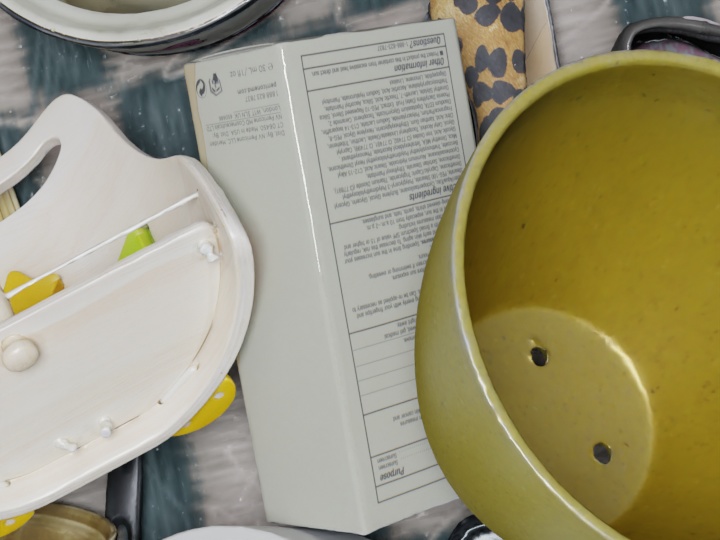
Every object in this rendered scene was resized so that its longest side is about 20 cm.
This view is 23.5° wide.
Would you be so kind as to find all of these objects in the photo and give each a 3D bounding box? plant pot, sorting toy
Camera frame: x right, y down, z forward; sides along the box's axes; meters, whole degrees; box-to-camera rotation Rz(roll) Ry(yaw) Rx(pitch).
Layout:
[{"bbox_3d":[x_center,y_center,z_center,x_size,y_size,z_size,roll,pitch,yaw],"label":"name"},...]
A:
[{"bbox_3d":[0.099,0.037,0.663,0.199,0.142,0.201,8,66,-19],"label":"plant pot"},{"bbox_3d":[-0.154,0.003,0.758,0.199,0.107,0.180,-27,50,-4],"label":"sorting toy"}]

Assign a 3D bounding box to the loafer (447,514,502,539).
[{"bbox_3d":[0.057,0.206,0.746,0.068,0.070,0.202,2,81,7],"label":"loafer"}]

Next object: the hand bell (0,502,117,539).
[{"bbox_3d":[-0.167,0.213,0.782,0.103,0.104,0.201,5,96,10],"label":"hand bell"}]

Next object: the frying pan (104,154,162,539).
[{"bbox_3d":[-0.094,0.038,0.815,0.114,0.031,0.191,-21,88,13],"label":"frying pan"}]

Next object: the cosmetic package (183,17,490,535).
[{"bbox_3d":[0.000,0.000,0.739,0.073,0.103,0.201,-2,99,49],"label":"cosmetic package"}]

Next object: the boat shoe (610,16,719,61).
[{"bbox_3d":[0.202,-0.059,0.773,0.199,0.057,0.067,24,85,12],"label":"boat shoe"}]

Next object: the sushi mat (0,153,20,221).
[{"bbox_3d":[-0.232,-0.071,0.865,0.095,0.012,0.201,-22,79,3],"label":"sushi mat"}]

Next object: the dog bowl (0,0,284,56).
[{"bbox_3d":[-0.100,-0.194,0.834,0.199,0.074,0.201,-2,80,9],"label":"dog bowl"}]

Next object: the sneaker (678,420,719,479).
[{"bbox_3d":[0.216,0.016,0.727,0.199,0.074,0.119,-20,114,-3],"label":"sneaker"}]

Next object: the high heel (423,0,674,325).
[{"bbox_3d":[0.103,-0.063,0.779,0.199,0.071,0.143,28,93,21],"label":"high heel"}]

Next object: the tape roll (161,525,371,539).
[{"bbox_3d":[-0.040,0.208,0.723,0.202,0.071,0.204,-6,80,33],"label":"tape roll"}]
